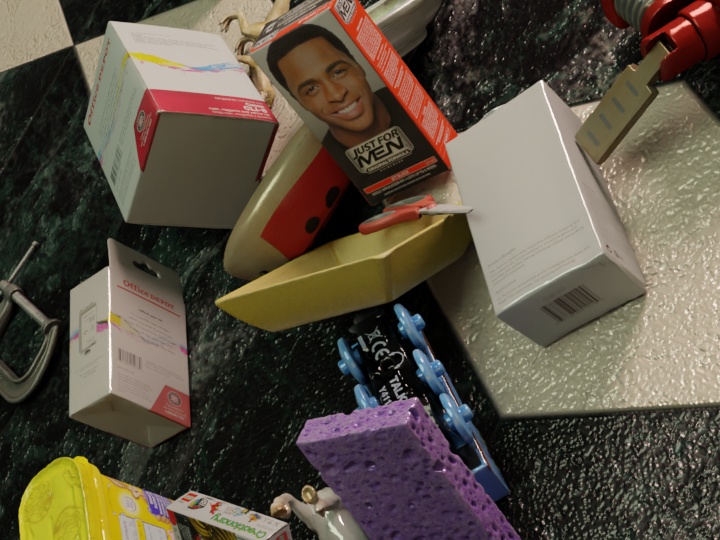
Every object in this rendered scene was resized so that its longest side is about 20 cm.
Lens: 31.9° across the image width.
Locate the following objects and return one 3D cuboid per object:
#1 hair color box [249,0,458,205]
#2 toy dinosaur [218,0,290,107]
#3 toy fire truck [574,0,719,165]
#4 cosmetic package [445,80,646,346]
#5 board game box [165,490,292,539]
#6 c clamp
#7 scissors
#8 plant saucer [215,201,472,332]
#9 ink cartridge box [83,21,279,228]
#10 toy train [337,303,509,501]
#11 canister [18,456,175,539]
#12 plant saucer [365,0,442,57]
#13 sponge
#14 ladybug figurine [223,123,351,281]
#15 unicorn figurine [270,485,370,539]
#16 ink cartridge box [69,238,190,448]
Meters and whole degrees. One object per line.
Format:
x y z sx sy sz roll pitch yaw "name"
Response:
-0.003 -0.166 1.207 0.101 0.200 0.061 -24 29 31 "hair color box"
-0.113 -0.275 1.489 0.101 0.058 0.201 8 80 29 "toy dinosaur"
0.246 -0.206 1.061 0.200 0.129 0.176 -33 46 -2 "toy fire truck"
0.156 -0.051 1.091 0.113 0.081 0.201 -31 49 26 "cosmetic package"
-0.090 0.292 1.065 0.126 0.035 0.201 7 117 44 "board game box"
-0.429 0.070 1.591 0.171 0.027 0.200 -55 43 3 "c clamp"
0.066 -0.060 1.160 0.073 0.014 0.200 -28 9 -30 "scissors"
0.000 0.000 1.162 0.199 0.200 0.049 -16 99 36 "plant saucer"
-0.205 -0.163 1.402 0.200 0.144 0.146 57 135 43 "ink cartridge box"
0.048 0.118 1.069 0.086 0.114 0.200 -31 47 5 "toy train"
-0.203 0.268 1.151 0.086 0.200 0.149 -38 47 20 "canister"
0.013 -0.239 1.307 0.200 0.050 0.200 -31 14 9 "plant saucer"
0.048 0.187 0.980 0.111 0.200 0.030 -18 29 37 "sponge"
-0.064 -0.071 1.284 0.072 0.136 0.200 32 87 3 "ladybug figurine"
-0.014 0.219 1.077 0.074 0.137 0.201 -24 67 17 "unicorn figurine"
-0.250 0.077 1.361 0.067 0.116 0.201 -29 50 27 "ink cartridge box"
